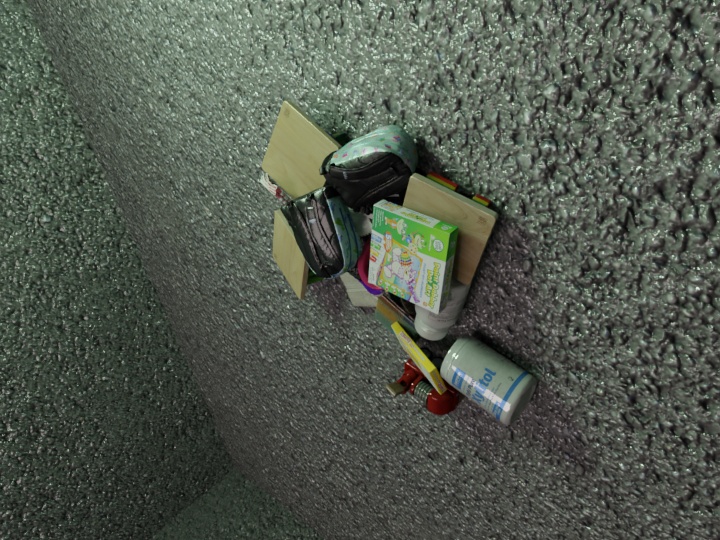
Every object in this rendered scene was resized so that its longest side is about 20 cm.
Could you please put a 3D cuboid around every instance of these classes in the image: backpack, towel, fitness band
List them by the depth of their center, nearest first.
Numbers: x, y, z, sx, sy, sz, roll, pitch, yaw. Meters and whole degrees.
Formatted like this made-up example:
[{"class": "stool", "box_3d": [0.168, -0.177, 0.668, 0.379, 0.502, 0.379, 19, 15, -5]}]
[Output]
[{"class": "backpack", "box_3d": [0.030, -0.231, 1.276, 0.198, 0.128, 0.167, -16, 138, 36]}, {"class": "backpack", "box_3d": [-0.080, -0.083, 1.374, 0.161, 0.153, 0.203, -20, 84, 33]}, {"class": "fitness band", "box_3d": [0.075, -0.043, 1.393, 0.200, 0.037, 0.144, -47, 59, 16]}, {"class": "towel", "box_3d": [-0.172, -0.170, 1.510, 0.200, 0.030, 0.146, 40, -178, -33]}, {"class": "towel", "box_3d": [0.100, 0.135, 1.561, 0.146, 0.022, 0.201, 40, 162, 14]}, {"class": "towel", "box_3d": [0.015, 0.045, 1.649, 0.199, 0.034, 0.134, -5, 113, 53]}]

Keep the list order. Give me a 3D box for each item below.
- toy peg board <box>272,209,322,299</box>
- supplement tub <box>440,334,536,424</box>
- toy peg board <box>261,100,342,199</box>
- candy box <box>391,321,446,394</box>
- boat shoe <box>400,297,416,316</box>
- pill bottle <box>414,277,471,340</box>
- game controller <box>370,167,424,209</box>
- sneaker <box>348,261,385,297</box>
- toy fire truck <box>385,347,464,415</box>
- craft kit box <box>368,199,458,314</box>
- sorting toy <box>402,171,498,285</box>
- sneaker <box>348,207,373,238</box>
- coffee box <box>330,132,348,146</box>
[{"class": "toy peg board", "box_3d": [-0.182, -0.059, 1.772, 0.200, 0.097, 0.202, 53, 148, 32]}, {"class": "supplement tub", "box_3d": [0.305, 0.258, 1.371, 0.199, 0.131, 0.133, 32, 139, 30]}, {"class": "toy peg board", "box_3d": [-0.126, -0.288, 1.442, 0.200, 0.097, 0.201, 43, 129, 18]}, {"class": "candy box", "box_3d": [0.149, 0.224, 1.487, 0.200, 0.026, 0.103, 49, 173, 49]}, {"class": "boat shoe", "box_3d": [0.116, 0.018, 1.477, 0.074, 0.075, 0.203, -135, 22, -77]}, {"class": "pill bottle", "box_3d": [0.191, 0.072, 1.376, 0.114, 0.114, 0.202, 38, 142, 25]}, {"class": "game controller", "box_3d": [0.084, -0.191, 1.372, 0.198, 0.042, 0.106, 7, 108, 48]}, {"class": "sneaker", "box_3d": [0.000, 0.000, 1.501, 0.099, 0.070, 0.200, 25, -170, -33]}, {"class": "toy fire truck", "box_3d": [0.164, 0.314, 1.532, 0.175, 0.199, 0.130, 30, 139, 33]}, {"class": "craft kit box", "box_3d": [0.110, -0.030, 1.261, 0.195, 0.048, 0.203, 22, 126, 28]}, {"class": "sorting toy", "box_3d": [0.189, -0.099, 1.255, 0.198, 0.070, 0.201, 29, 137, 16]}, {"class": "sneaker", "box_3d": [0.022, -0.113, 1.400, 0.199, 0.073, 0.081, 17, 109, 49]}, {"class": "coffee box", "box_3d": [-0.061, -0.253, 1.489, 0.122, 0.044, 0.203, 8, 123, 49]}]
